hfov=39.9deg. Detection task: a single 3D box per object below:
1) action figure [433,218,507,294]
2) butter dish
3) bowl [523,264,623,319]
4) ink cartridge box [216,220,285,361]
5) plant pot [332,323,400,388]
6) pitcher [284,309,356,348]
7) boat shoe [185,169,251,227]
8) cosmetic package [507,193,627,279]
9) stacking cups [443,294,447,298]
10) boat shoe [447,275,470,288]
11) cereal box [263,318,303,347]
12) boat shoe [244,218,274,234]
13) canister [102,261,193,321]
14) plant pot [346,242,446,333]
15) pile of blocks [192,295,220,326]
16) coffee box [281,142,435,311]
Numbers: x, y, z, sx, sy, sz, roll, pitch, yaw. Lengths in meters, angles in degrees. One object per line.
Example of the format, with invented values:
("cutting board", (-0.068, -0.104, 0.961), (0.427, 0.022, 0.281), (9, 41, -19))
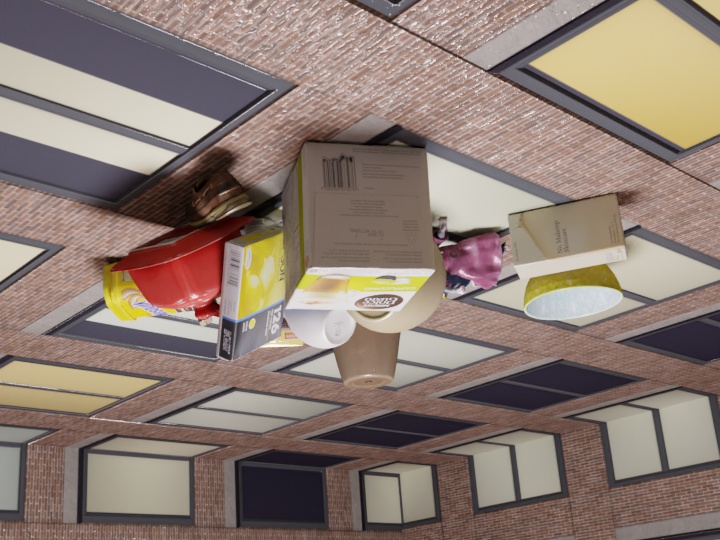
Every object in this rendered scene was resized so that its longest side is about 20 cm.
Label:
("action figure", (0.169, -0.027, 1.857), (0.196, 0.137, 0.149), (0, -177, -15))
("butter dish", (-0.274, 0.007, 1.632), (0.198, 0.150, 0.198), (-7, -164, 43))
("bowl", (0.416, 0.016, 1.977), (0.196, 0.110, 0.201), (-4, 160, -1))
("ink cartridge box", (-0.161, 0.028, 1.656), (0.046, 0.202, 0.199), (17, -158, 27))
("plant pot", (0.012, 0.161, 2.179), (0.196, 0.178, 0.201), (-4, 161, -1))
("pitcher", (-0.079, 0.075, 1.968), (0.169, 0.124, 0.199), (-7, -161, -38))
("boat shoe", (-0.231, -0.115, 1.557), (0.071, 0.069, 0.199), (-28, -172, -26))
("cosmetic package", (0.370, -0.060, 1.777), (0.196, 0.106, 0.073), (-12, 158, 15))
("stacking cups", (0.079, 0.044, 2.047), (0.196, 0.062, 0.060), (-11, 159, 18))
("boat shoe", (0.132, 0.006, 1.924), (0.196, 0.086, 0.069), (2, 164, -24))
("cereal box", (-0.193, 0.119, 2.083), (0.141, 0.040, 0.200), (-2, -170, -6))
("boat shoe", (-0.155, -0.029, 1.791), (0.070, 0.070, 0.200), (-7, 159, 6))
("canister", (-0.371, 0.032, 1.882), (0.196, 0.088, 0.149), (-7, 160, 1))
("plant pot", (0.039, 0.023, 1.724), (0.197, 0.204, 0.134), (-13, -170, 21))
("pile of blocks", (-0.238, 0.042, 1.774), (0.081, 0.063, 0.200), (-9, 152, -37))
("coffee box", (-0.010, -0.061, 1.549), (0.196, 0.204, 0.198), (2, 159, -15))
